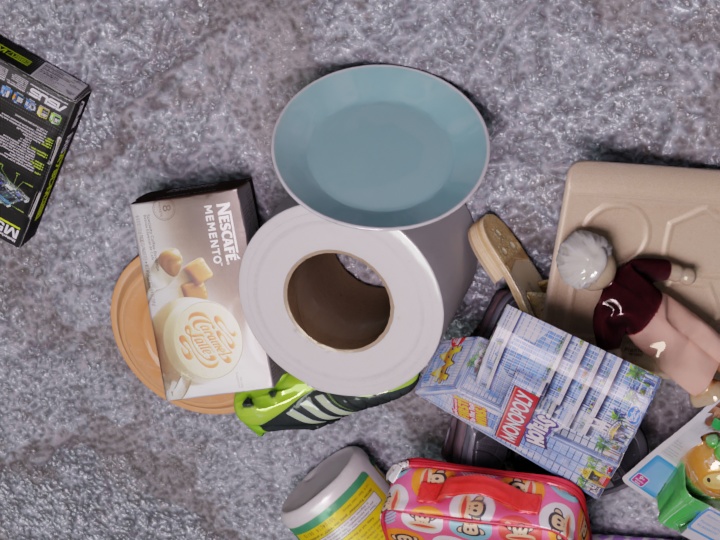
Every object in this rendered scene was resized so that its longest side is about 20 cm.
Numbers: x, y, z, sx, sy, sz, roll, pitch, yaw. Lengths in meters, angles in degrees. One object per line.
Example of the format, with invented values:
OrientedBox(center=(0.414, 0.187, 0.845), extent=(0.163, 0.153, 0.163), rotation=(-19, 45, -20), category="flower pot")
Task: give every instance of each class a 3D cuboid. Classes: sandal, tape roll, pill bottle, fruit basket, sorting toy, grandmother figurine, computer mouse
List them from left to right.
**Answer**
OrientedBox(center=(0.000, 0.000, 1.677), extent=(0.202, 0.139, 0.204), rotation=(8, 117, 15), category="tape roll")
OrientedBox(center=(0.019, 0.291, 1.831), extent=(0.113, 0.113, 0.200), rotation=(-35, 101, 30), category="pill bottle")
OrientedBox(center=(0.190, 0.026, 1.660), extent=(0.070, 0.078, 0.212), rotation=(-35, 95, 33), category="sandal")
OrientedBox(center=(0.205, 0.184, 1.751), extent=(0.200, 0.053, 0.139), rotation=(-26, 96, 36), category="computer mouse")
OrientedBox(center=(0.252, 0.040, 1.574), extent=(0.200, 0.121, 0.061), rotation=(42, 155, -15), category="grandmother figurine")
OrientedBox(center=(0.262, 0.000, 1.610), extent=(0.184, 0.037, 0.201), rotation=(3, 110, -8), category="sorting toy")
OrientedBox(center=(0.375, 0.189, 1.640), extent=(0.185, 0.094, 0.200), rotation=(29, 134, -17), category="fruit basket")

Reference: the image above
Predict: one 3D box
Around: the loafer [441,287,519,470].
OrientedBox(center=(0.117, 0.109, 1.723), extent=(0.063, 0.072, 0.201), rotation=(24, 109, 45), category="loafer")

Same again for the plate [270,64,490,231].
OrientedBox(center=(0.018, -0.107, 1.595), extent=(0.199, 0.201, 0.026), rotation=(16, 144, 11), category="plate")

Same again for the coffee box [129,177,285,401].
OrientedBox(center=(-0.149, 0.018, 1.738), extent=(0.114, 0.080, 0.201), rotation=(-7, 100, 10), category="coffee box")

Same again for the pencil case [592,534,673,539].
OrientedBox(center=(0.287, 0.312, 1.763), extent=(0.199, 0.086, 0.084), rotation=(3, 143, 21), category="pencil case")

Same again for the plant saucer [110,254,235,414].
OrientedBox(center=(-0.169, 0.063, 1.830), extent=(0.199, 0.032, 0.201), rotation=(8, 118, 16), category="plant saucer")

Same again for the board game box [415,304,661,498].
OrientedBox(center=(0.154, 0.112, 1.599), extent=(0.199, 0.062, 0.200), rotation=(24, 157, 8), category="board game box")

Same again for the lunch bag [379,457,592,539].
OrientedBox(center=(0.120, 0.248, 1.696), extent=(0.199, 0.082, 0.177), rotation=(6, 144, 18), category="lunch bag")

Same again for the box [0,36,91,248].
OrientedBox(center=(-0.396, -0.150, 1.795), extent=(0.199, 0.048, 0.194), rotation=(29, 124, 3), category="box")

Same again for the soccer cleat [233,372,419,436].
OrientedBox(center=(-0.031, 0.125, 1.800), extent=(0.199, 0.068, 0.081), rotation=(-12, 144, 14), category="soccer cleat")
